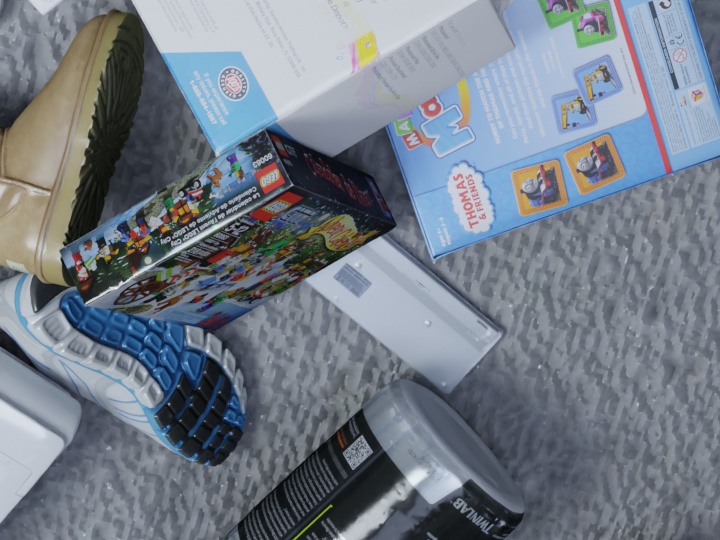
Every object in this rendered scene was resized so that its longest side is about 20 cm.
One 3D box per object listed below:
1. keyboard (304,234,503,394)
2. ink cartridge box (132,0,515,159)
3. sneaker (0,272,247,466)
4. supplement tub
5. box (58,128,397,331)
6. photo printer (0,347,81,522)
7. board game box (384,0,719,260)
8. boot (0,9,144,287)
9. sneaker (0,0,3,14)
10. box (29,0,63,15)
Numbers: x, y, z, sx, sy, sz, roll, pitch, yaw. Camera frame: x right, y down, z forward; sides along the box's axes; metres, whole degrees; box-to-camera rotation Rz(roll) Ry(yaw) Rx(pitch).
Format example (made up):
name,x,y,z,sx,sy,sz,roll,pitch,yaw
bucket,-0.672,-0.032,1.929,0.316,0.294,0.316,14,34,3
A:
name,x,y,z,sx,sy,sz,roll,pitch,yaw
keyboard,0.000,0.000,1.462,0.200,0.011,0.056,39,107,-16
ink cartridge box,-0.010,-0.154,1.319,0.200,0.125,0.129,-30,76,5
sneaker,-0.152,0.054,1.440,0.200,0.087,0.075,43,60,-34
supplement tub,-0.005,0.174,1.461,0.200,0.123,0.123,-43,108,9
box,-0.071,-0.019,1.344,0.137,0.200,0.038,-29,77,13
photo printer,-0.295,0.090,1.394,0.200,0.069,0.166,34,110,-18
board game box,0.112,-0.110,1.418,0.200,0.037,0.151,-20,110,1
boot,-0.242,-0.088,1.358,0.200,0.066,0.175,13,77,13
sneaker,-0.256,-0.211,1.305,0.074,0.116,0.200,-19,112,-1
box,-0.122,-0.227,1.352,0.200,0.039,0.041,-39,110,8
